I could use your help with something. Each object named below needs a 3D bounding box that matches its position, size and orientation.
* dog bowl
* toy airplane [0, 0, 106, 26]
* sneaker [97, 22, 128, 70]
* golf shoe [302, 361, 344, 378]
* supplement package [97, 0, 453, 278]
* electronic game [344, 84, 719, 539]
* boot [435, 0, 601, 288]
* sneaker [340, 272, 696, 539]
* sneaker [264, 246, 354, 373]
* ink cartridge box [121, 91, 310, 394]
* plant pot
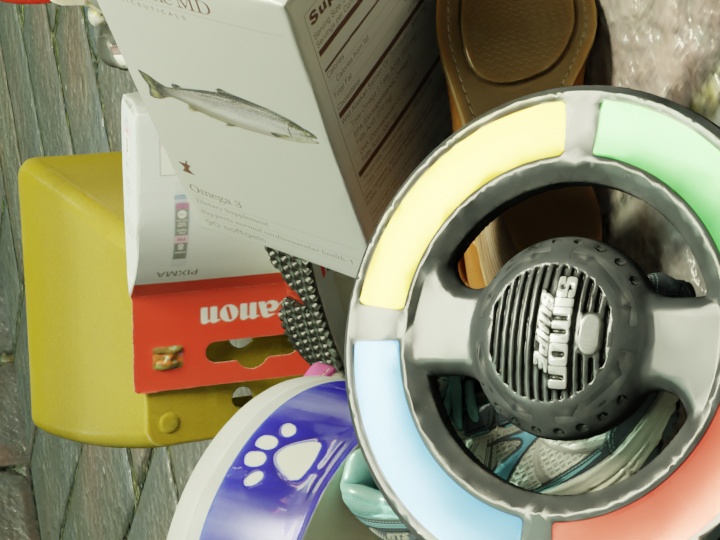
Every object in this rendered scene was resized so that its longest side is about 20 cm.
[{"bbox_3d":[-0.006,0.156,0.867,0.079,0.200,0.201,7,104,37],"label":"dog bowl"},{"bbox_3d":[-0.140,-0.241,1.078,0.200,0.141,0.199,-52,23,-12],"label":"toy airplane"},{"bbox_3d":[-0.062,-0.178,0.995,0.076,0.199,0.116,-46,-49,-70],"label":"sneaker"},{"bbox_3d":[0.004,0.135,0.995,0.075,0.091,0.201,-56,-31,-41],"label":"golf shoe"},{"bbox_3d":[-0.030,-0.106,0.816,0.117,0.118,0.200,19,151,27],"label":"supplement package"},{"bbox_3d":[0.080,0.026,0.673,0.199,0.042,0.201,-7,76,31],"label":"electronic game"},{"bbox_3d":[0.064,-0.052,0.822,0.155,0.073,0.201,103,166,-66],"label":"boot"},{"bbox_3d":[0.062,0.065,0.735,0.200,0.086,0.078,-48,17,35],"label":"sneaker"},{"bbox_3d":[0.000,-0.001,1.031,0.070,0.093,0.200,44,160,35],"label":"sneaker"},{"bbox_3d":[-0.061,-0.015,1.061,0.057,0.162,0.201,-133,40,-65],"label":"ink cartridge box"},{"bbox_3d":[-0.114,0.026,1.199,0.176,0.199,0.201,-155,62,-63],"label":"plant pot"}]
